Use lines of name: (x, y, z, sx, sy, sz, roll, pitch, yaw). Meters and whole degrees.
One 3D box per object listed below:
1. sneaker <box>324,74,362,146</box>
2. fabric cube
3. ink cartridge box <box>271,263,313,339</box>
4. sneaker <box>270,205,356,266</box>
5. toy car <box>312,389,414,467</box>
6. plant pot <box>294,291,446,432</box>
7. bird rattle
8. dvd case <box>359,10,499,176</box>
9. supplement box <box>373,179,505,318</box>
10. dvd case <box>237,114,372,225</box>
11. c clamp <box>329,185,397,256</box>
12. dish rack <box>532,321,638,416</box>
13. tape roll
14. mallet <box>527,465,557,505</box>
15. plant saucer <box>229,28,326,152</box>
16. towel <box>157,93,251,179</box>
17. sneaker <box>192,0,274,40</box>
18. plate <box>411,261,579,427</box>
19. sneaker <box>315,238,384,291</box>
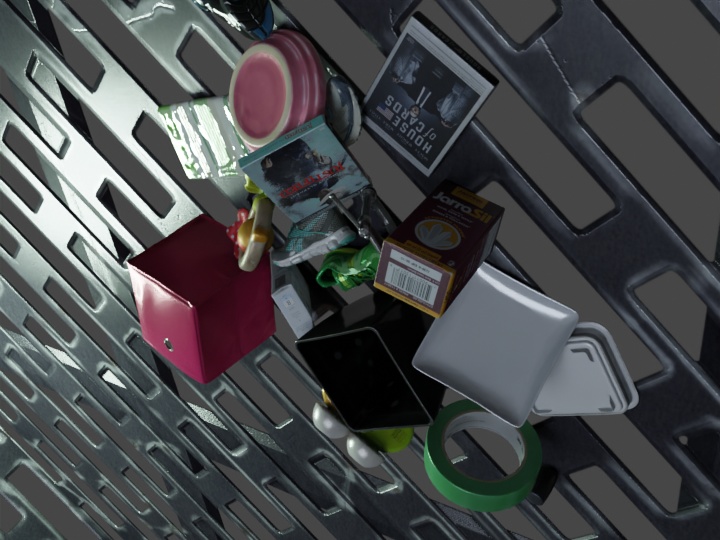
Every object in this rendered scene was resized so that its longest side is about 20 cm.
sneaker: (-0.056, -0.204, 1.308, 0.078, 0.086, 0.201, 53, 146, 32)
fabric cube: (-0.297, 0.052, 1.632, 0.195, 0.200, 0.201, 30, 139, 29)
ink cartridge box: (-0.095, 0.086, 1.558, 0.047, 0.160, 0.201, -30, 110, 4)
sneaker: (-0.091, -0.068, 1.495, 0.199, 0.077, 0.092, -20, 95, 42)
toy car: (0.014, 0.262, 1.632, 0.199, 0.176, 0.150, 39, 174, 4)
plant pot: (0.047, 0.137, 1.463, 0.198, 0.177, 0.201, -15, 113, 45)
bird rattle: (-0.186, -0.074, 1.473, 0.112, 0.164, 0.200, 24, 134, -20)
dvd case: (0.090, -0.245, 1.222, 0.150, 0.025, 0.200, 41, 139, 4)
supplement box: (0.117, -0.036, 1.239, 0.109, 0.200, 0.086, 26, 131, 16)
dvd case: (-0.078, -0.147, 1.305, 0.145, 0.022, 0.200, -26, 152, 10)
c clamp: (0.024, -0.075, 1.307, 0.027, 0.200, 0.172, -33, 103, 16)
dish rack: (0.326, 0.169, 1.371, 0.199, 0.044, 0.173, -10, 117, 44)
tape roll: (0.208, 0.311, 1.464, 0.199, 0.201, 0.049, 23, 135, 21)
mallet: (0.289, 0.421, 1.596, 0.041, 0.066, 0.200, 42, 140, -2)
plant saucer: (-0.135, -0.262, 1.295, 0.199, 0.050, 0.203, 5, 98, 44)
towel: (-0.263, -0.235, 1.514, 0.198, 0.031, 0.151, 3, 123, 40)
sneaker: (-0.206, -0.415, 1.289, 0.200, 0.073, 0.082, 49, 151, 6)
plate: (0.210, 0.109, 1.341, 0.198, 0.202, 0.032, 29, -179, 16)
sneaker: (0.000, 0.000, 1.447, 0.199, 0.084, 0.074, -12, 125, 50)
